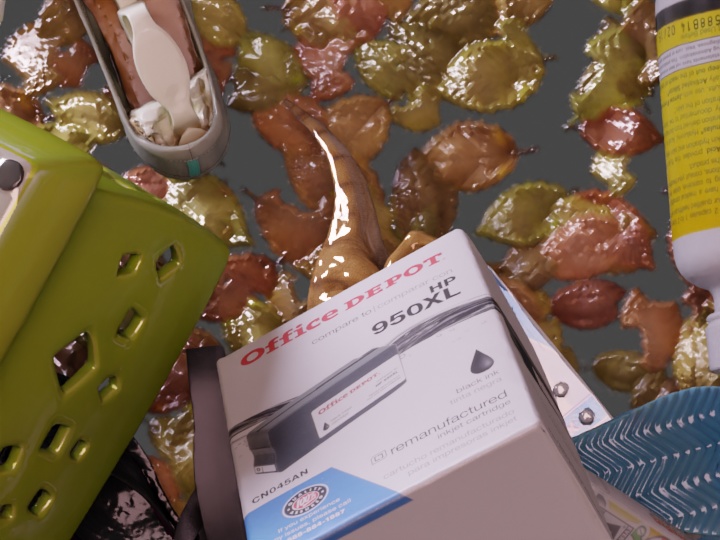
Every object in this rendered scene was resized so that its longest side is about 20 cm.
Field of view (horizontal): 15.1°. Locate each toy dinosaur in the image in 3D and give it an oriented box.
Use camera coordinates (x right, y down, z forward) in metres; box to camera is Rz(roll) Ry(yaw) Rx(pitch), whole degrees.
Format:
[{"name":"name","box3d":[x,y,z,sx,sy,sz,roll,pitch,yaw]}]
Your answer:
[{"name":"toy dinosaur","box3d":[0.000,0.000,1.378,0.106,0.060,0.201,3,74,8]}]

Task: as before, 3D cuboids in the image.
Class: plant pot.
[{"name":"plant pot","box3d":[-0.211,0.008,1.306,0.199,0.181,0.201,26,83,21]}]

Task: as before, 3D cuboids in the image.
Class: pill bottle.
[{"name":"pill bottle","box3d":[0.211,-0.050,1.380,0.111,0.111,0.201,-3,82,-1]}]

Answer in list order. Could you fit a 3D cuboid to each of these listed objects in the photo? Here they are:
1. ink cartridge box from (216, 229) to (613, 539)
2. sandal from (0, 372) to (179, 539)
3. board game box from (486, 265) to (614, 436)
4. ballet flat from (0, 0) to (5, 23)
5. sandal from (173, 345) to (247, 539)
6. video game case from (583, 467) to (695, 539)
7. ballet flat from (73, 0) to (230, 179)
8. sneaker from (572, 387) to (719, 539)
[{"name":"ink cartridge box","box3d":[0.019,0.084,1.254,0.144,0.200,0.084,-28,116,5]},{"name":"sandal","box3d":[-0.129,0.125,1.383,0.075,0.048,0.201,-42,86,-5]},{"name":"board game box","box3d":[0.049,0.131,1.396,0.200,0.026,0.200,-38,85,-6]},{"name":"ballet flat","box3d":[-0.242,-0.215,1.426,0.069,0.069,0.200,-44,84,-6]},{"name":"sandal","box3d":[-0.076,0.139,1.348,0.043,0.076,0.201,-7,72,-4]},{"name":"video game case","box3d":[0.104,0.209,1.310,0.182,0.023,0.200,33,103,-31]},{"name":"ballet flat","box3d":[-0.118,-0.145,1.413,0.067,0.064,0.201,-23,83,-3]},{"name":"sneaker","box3d":[0.130,0.109,1.342,0.199,0.081,0.077,-12,81,-10]}]
